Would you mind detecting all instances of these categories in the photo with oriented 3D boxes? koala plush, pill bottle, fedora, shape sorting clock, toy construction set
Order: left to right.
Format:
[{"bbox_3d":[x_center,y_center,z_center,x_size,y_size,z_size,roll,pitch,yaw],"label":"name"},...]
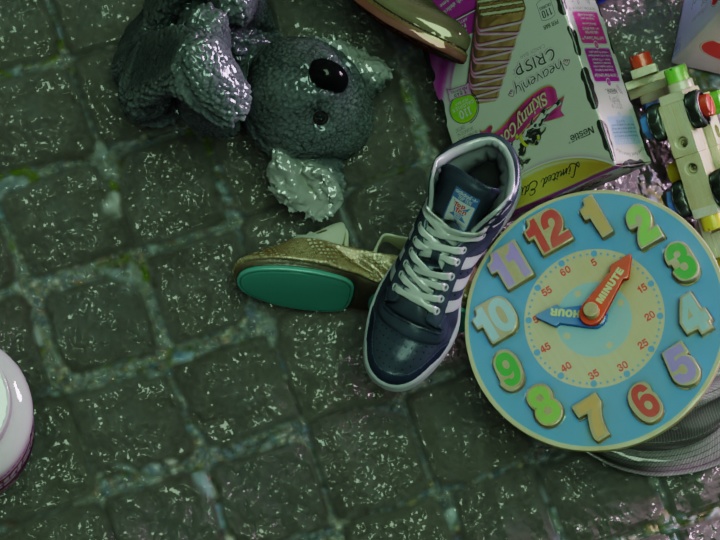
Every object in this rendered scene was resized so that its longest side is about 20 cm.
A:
[{"bbox_3d":[-0.288,0.106,1.565,0.111,0.200,0.113,1,79,-7],"label":"pill bottle"},{"bbox_3d":[-0.072,-0.147,1.682,0.199,0.183,0.179,27,64,-23],"label":"koala plush"},{"bbox_3d":[0.174,0.036,1.640,0.198,0.039,0.202,-6,69,15],"label":"shape sorting clock"},{"bbox_3d":[0.234,0.067,1.699,0.198,0.090,0.178,11,78,-6],"label":"fedora"},{"bbox_3d":[0.269,-0.089,1.721,0.092,0.131,0.201,-34,83,27],"label":"toy construction set"}]

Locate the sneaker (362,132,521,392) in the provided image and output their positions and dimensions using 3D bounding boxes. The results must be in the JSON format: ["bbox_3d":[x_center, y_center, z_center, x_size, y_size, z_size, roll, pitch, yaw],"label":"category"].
[{"bbox_3d":[0.058,-0.011,1.612,0.070,0.109,0.201,27,79,7],"label":"sneaker"}]

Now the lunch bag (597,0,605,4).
[{"bbox_3d":[0.165,-0.300,1.720,0.094,0.150,0.201,-34,87,-30],"label":"lunch bag"}]

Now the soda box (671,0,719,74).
[{"bbox_3d":[0.302,-0.207,1.703,0.068,0.200,0.064,14,79,-4],"label":"soda box"}]

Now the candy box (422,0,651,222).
[{"bbox_3d":[0.127,-0.151,1.703,0.061,0.136,0.202,-8,77,-53],"label":"candy box"}]

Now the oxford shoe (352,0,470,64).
[{"bbox_3d":[0.020,-0.235,1.700,0.200,0.070,0.075,42,97,24],"label":"oxford shoe"}]

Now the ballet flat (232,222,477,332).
[{"bbox_3d":[0.000,0.000,1.700,0.198,0.071,0.066,12,59,-11],"label":"ballet flat"}]
